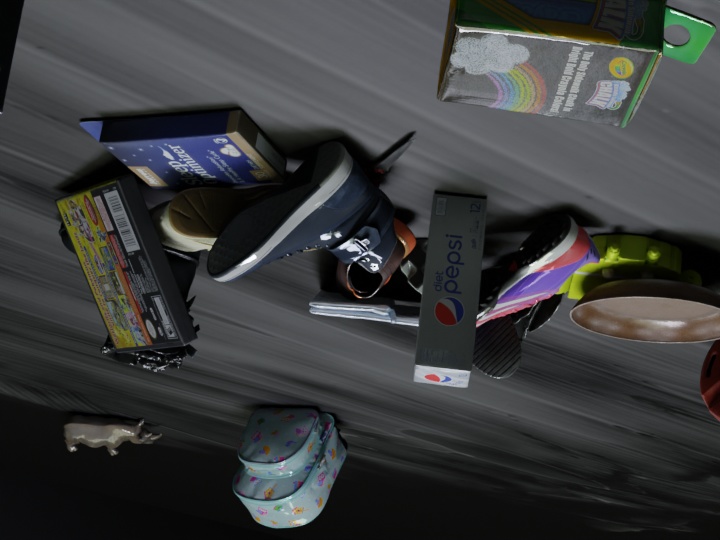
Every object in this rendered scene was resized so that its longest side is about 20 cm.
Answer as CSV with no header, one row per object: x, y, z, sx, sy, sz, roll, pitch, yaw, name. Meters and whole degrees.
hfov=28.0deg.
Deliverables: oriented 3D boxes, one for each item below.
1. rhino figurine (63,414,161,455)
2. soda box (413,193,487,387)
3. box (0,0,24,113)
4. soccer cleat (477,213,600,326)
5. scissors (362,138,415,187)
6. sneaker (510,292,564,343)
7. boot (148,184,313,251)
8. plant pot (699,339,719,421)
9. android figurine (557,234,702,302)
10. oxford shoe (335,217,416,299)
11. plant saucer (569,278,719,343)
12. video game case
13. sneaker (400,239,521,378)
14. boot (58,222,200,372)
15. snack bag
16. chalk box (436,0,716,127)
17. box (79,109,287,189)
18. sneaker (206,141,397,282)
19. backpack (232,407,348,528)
-0.480,0.315,2.782,0.197,0.060,0.088,2,148,7,rhino figurine
0.099,0.022,1.589,0.063,0.202,0.068,6,161,3,soda box
-0.364,-0.214,1.134,0.198,0.201,0.123,-9,156,39,box
0.182,0.019,1.639,0.073,0.069,0.200,37,116,-28,soccer cleat
0.020,-0.104,1.558,0.073,0.014,0.199,24,153,-31,scissors
0.179,0.034,1.777,0.059,0.105,0.200,18,-165,-22,sneaker
-0.140,-0.055,1.646,0.198,0.073,0.154,3,175,-23,boot
0.549,0.163,1.844,0.195,0.203,0.200,33,149,-34,plant pot
0.311,0.007,1.706,0.180,0.042,0.200,7,161,3,android figurine
0.000,0.000,1.723,0.071,0.073,0.200,36,154,0,oxford shoe
0.346,0.046,1.696,0.198,0.032,0.200,7,163,2,plant saucer
-0.274,-0.004,1.675,0.025,0.202,0.180,-26,-170,-34,video game case
0.132,0.050,1.729,0.074,0.201,0.088,-38,155,5,sneaker
-0.294,0.032,1.813,0.196,0.164,0.073,15,159,-18,boot
0.037,0.050,1.855,0.197,0.022,0.189,7,-177,4,snack bag
0.167,-0.197,1.100,0.197,0.125,0.125,7,159,-1,chalk box
-0.192,-0.127,1.547,0.198,0.033,0.121,0,158,23,box
-0.054,-0.027,1.554,0.202,0.077,0.146,-37,131,13,sneaker
-0.131,0.342,2.528,0.174,0.202,0.154,-1,142,26,backpack
